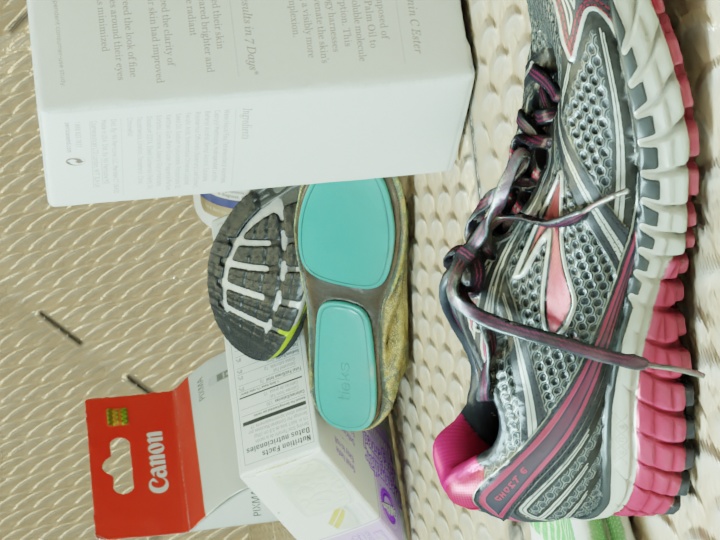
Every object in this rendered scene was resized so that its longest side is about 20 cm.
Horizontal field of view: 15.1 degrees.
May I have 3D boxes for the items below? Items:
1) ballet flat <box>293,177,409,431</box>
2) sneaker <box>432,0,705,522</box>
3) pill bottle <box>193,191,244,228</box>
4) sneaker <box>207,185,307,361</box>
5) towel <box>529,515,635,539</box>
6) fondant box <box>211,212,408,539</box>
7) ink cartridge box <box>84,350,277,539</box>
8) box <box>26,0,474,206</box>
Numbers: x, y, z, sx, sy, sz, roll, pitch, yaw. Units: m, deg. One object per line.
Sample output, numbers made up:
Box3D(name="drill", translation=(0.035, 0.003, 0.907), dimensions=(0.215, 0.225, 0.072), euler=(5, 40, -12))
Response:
Box3D(name="ballet flat", translation=(0.000, 0.000, 1.566), dimensions=(0.071, 0.071, 0.200), euler=(-103, 11, -56))
Box3D(name="sneaker", translation=(0.059, -0.012, 0.806), dimensions=(0.081, 0.075, 0.200), euler=(-108, 15, -68))
Box3D(name="pill bottle", translation=(-0.065, -0.132, 1.854), dimensions=(0.111, 0.111, 0.200), euler=(-105, 11, -62))
Box3D(name="sneaker", translation=(-0.030, -0.040, 1.620), dimensions=(0.081, 0.074, 0.200), euler=(-2, -67, -57))
Box3D(name="towel", translation=(0.082, 0.154, 0.995), dimensions=(0.153, 0.023, 0.200), euler=(-104, 11, -56))
Box3D(name="fondant box", translation=(-0.032, 0.074, 1.707), dimensions=(0.144, 0.058, 0.200), euler=(53, -157, -49))
Box3D(name="ink cartridge box", translation=(-0.101, 0.118, 1.988), dimensions=(0.162, 0.200, 0.050), euler=(-102, 9, -51))
Box3D(name="box", translation=(-0.057, -0.126, 1.280), dimensions=(0.106, 0.200, 0.152), euler=(101, 163, -67))
